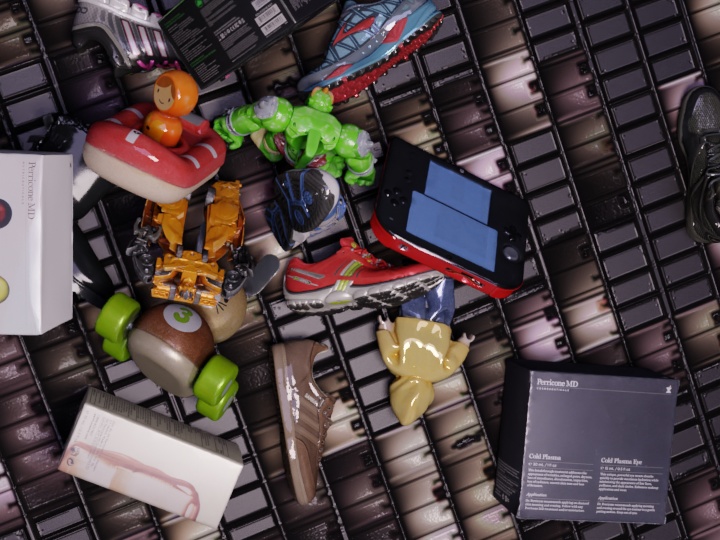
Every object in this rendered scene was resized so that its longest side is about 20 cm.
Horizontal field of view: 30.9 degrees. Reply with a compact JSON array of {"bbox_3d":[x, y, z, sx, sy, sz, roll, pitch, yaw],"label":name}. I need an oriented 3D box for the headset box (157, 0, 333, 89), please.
[{"bbox_3d":[-0.096,-0.310,1.457,0.093,0.173,0.200,57,44,-9],"label":"headset box"}]

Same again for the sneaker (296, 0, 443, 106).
[{"bbox_3d":[-0.002,-0.275,1.573,0.199,0.079,0.096,-34,77,-5],"label":"sneaker"}]

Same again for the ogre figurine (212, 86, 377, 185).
[{"bbox_3d":[-0.063,-0.154,1.529,0.199,0.120,0.098,37,68,-8],"label":"ogre figurine"}]

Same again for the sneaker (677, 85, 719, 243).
[{"bbox_3d":[0.453,-0.134,1.638,0.075,0.114,0.202,-3,93,-12],"label":"sneaker"}]

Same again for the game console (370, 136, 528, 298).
[{"bbox_3d":[0.111,-0.065,1.566,0.199,0.031,0.178,25,47,-12],"label":"game console"}]

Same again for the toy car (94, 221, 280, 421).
[{"bbox_3d":[-0.184,0.042,1.522,0.163,0.158,0.201,31,72,5],"label":"toy car"}]

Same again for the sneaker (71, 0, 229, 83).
[{"bbox_3d":[-0.250,-0.255,1.519,0.199,0.074,0.088,25,89,-6],"label":"sneaker"}]

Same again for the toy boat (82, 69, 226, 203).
[{"bbox_3d":[-0.219,-0.161,1.451,0.130,0.200,0.132,25,114,5],"label":"toy boat"}]

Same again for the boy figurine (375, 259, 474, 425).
[{"bbox_3d":[0.079,0.091,1.608,0.123,0.064,0.202,5,94,-8],"label":"boy figurine"}]

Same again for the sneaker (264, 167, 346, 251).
[{"bbox_3d":[-0.055,-0.083,1.509,0.077,0.200,0.076,-27,89,-18],"label":"sneaker"}]

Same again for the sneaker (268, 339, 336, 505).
[{"bbox_3d":[-0.061,0.184,1.586,0.075,0.070,0.202,-9,96,-11],"label":"sneaker"}]

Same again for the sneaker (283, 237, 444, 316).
[{"bbox_3d":[0.000,0.000,1.557,0.198,0.077,0.086,-7,75,13],"label":"sneaker"}]

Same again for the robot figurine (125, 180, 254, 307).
[{"bbox_3d":[-0.191,-0.035,1.488,0.144,0.201,0.058,11,133,-10],"label":"robot figurine"}]

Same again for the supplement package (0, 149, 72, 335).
[{"bbox_3d":[-0.423,-0.034,1.403,0.198,0.147,0.193,1,95,0],"label":"supplement package"}]

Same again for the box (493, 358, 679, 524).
[{"bbox_3d":[0.282,0.213,1.634,0.198,0.104,0.184,5,94,-11],"label":"box"}]

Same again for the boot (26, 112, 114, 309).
[{"bbox_3d":[-0.326,-0.071,1.520,0.198,0.073,0.163,40,83,-10],"label":"boot"}]

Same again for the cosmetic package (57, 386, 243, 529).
[{"bbox_3d":[-0.247,0.220,1.538,0.199,0.103,0.088,23,92,-10],"label":"cosmetic package"}]
